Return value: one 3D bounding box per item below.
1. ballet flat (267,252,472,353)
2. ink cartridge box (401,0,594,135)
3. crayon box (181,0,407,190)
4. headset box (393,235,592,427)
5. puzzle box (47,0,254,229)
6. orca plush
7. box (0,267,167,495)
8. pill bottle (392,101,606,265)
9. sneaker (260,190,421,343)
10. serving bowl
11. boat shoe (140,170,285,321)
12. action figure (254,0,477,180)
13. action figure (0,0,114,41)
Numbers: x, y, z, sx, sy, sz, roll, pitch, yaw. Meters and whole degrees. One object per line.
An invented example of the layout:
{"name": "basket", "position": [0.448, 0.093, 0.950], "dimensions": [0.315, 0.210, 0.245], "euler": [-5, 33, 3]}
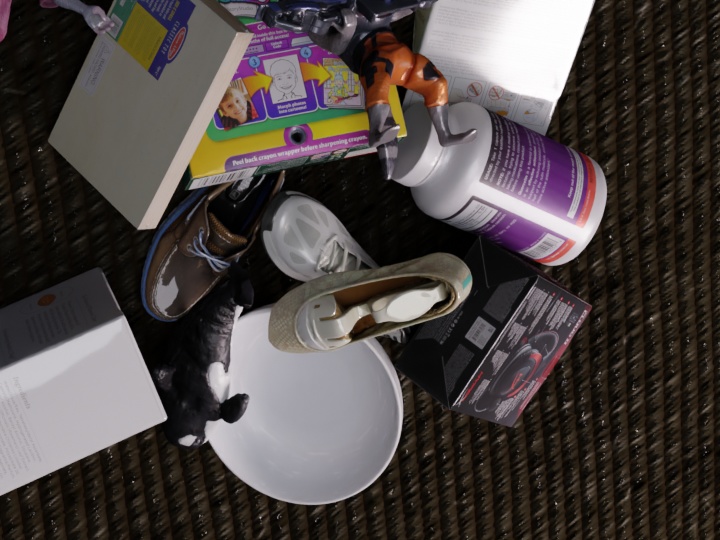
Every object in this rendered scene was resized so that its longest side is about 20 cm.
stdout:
{"name": "ballet flat", "position": [0.001, 0.032, 1.452], "dimensions": [0.199, 0.062, 0.068], "euler": [-20, 106, 16]}
{"name": "ink cartridge box", "position": [0.124, -0.213, 1.564], "dimensions": [0.161, 0.050, 0.201], "euler": [6, 122, -20]}
{"name": "crayon box", "position": [-0.076, -0.178, 1.457], "dimensions": [0.198, 0.058, 0.174], "euler": [-12, 84, -14]}
{"name": "headset box", "position": [0.134, 0.064, 1.582], "dimensions": [0.149, 0.075, 0.200], "euler": [-57, 154, 5]}
{"name": "puzzle box", "position": [-0.180, -0.154, 1.405], "dimensions": [0.025, 0.133, 0.201], "euler": [-6, 133, -55]}
{"name": "orca plush", "position": [-0.150, 0.090, 1.491], "dimensions": [0.071, 0.105, 0.200], "euler": [-18, 154, -45]}
{"name": "box", "position": [-0.290, 0.101, 1.456], "dimensions": [0.199, 0.152, 0.107], "euler": [-23, 112, -9]}
{"name": "pill bottle", "position": [0.126, -0.086, 1.549], "dimensions": [0.199, 0.112, 0.113], "euler": [22, 99, -27]}
{"name": "sneaker", "position": [0.000, 0.000, 1.514], "dimensions": [0.200, 0.115, 0.076], "euler": [45, 71, -41]}
{"name": "serving bowl", "position": [-0.051, 0.117, 1.563], "dimensions": [0.198, 0.066, 0.202], "euler": [5, 110, 13]}
{"name": "boat shoe", "position": [-0.135, -0.037, 1.506], "dimensions": [0.072, 0.072, 0.201], "euler": [29, 96, -22]}
{"name": "action figure", "position": [-0.010, -0.180, 1.383], "dimensions": [0.199, 0.194, 0.105], "euler": [-12, 154, -37]}
{"name": "action figure", "position": [-0.300, -0.251, 1.387], "dimensions": [0.200, 0.148, 0.135], "euler": [-40, 134, -24]}
